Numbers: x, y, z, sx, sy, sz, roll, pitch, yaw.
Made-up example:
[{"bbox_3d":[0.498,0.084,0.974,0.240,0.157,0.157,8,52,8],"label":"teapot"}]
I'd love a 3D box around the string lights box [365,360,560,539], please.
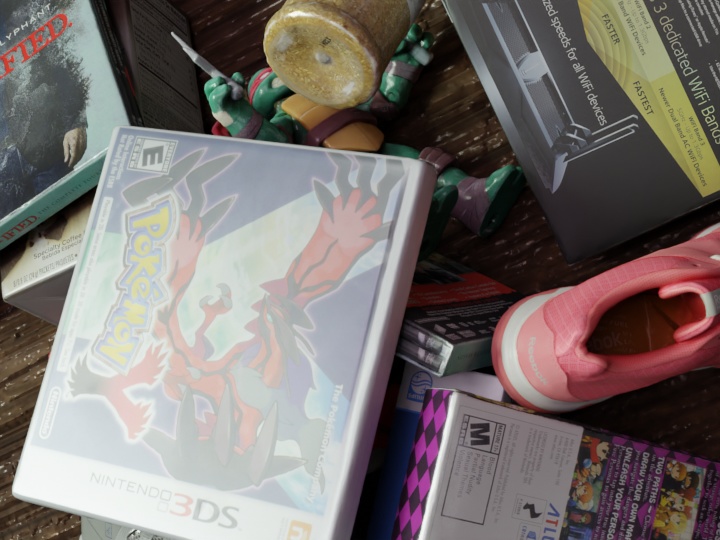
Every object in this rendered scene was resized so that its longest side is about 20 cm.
[{"bbox_3d":[0.045,0.154,0.740,0.059,0.103,0.201,10,83,26],"label":"string lights box"}]

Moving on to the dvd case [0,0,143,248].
[{"bbox_3d":[-0.210,-0.113,0.860,0.146,0.022,0.200,-31,56,15],"label":"dvd case"}]

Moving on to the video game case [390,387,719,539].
[{"bbox_3d":[0.092,0.172,0.683,0.036,0.181,0.201,-1,75,67],"label":"video game case"}]

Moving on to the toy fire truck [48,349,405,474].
[{"bbox_3d":[-0.070,0.063,0.809,0.200,0.049,0.141,41,98,26],"label":"toy fire truck"}]

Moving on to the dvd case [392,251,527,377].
[{"bbox_3d":[0.000,0.000,0.775,0.200,0.146,0.022,27,107,27],"label":"dvd case"}]

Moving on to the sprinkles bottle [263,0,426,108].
[{"bbox_3d":[0.016,-0.179,0.799,0.068,0.068,0.200,7,51,27],"label":"sprinkles bottle"}]

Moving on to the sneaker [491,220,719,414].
[{"bbox_3d":[0.165,0.019,0.684,0.200,0.087,0.074,-20,88,-17],"label":"sneaker"}]

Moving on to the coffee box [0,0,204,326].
[{"bbox_3d":[-0.161,-0.077,0.888,0.113,0.080,0.200,-23,60,20],"label":"coffee box"}]

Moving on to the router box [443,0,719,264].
[{"bbox_3d":[0.135,-0.126,0.724,0.157,0.052,0.200,-24,95,16],"label":"router box"}]

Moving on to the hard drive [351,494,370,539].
[{"bbox_3d":[-0.079,0.111,0.849,0.139,0.033,0.200,-28,68,17],"label":"hard drive"}]

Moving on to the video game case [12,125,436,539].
[{"bbox_3d":[-0.069,0.032,0.703,0.182,0.023,0.200,9,78,26],"label":"video game case"}]

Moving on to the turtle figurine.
[{"bbox_3d":[-0.010,-0.085,0.827,0.150,0.101,0.200,-34,60,-30],"label":"turtle figurine"}]

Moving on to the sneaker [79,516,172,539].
[{"bbox_3d":[-0.096,0.132,0.749,0.200,0.075,0.082,-3,102,48],"label":"sneaker"}]
